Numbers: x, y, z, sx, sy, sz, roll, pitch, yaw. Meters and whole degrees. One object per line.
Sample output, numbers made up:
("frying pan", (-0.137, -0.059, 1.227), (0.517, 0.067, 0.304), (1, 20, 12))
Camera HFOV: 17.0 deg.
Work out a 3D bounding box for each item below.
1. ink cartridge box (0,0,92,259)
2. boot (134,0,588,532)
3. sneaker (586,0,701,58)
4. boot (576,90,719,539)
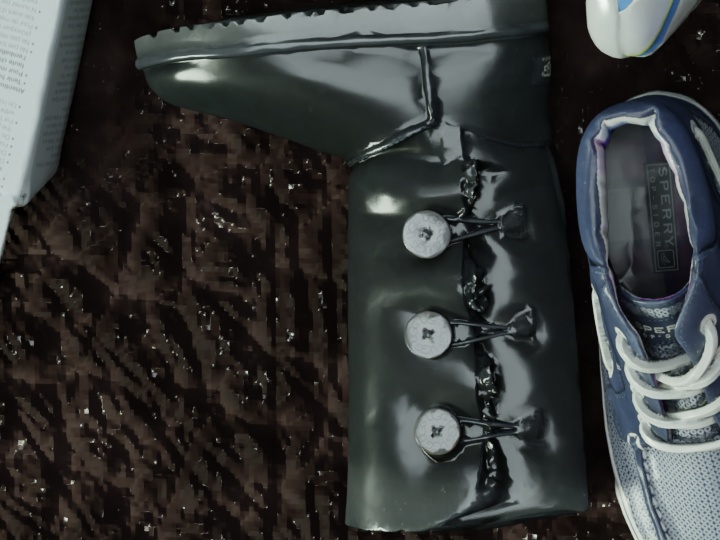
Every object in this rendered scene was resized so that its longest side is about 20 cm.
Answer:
("ink cartridge box", (-0.207, -0.104, 0.969), (0.199, 0.041, 0.200), (17, 99, 14))
("boot", (0.001, 0.000, 0.912), (0.165, 0.066, 0.200), (-3, 98, 18))
("sneaker", (0.161, -0.148, 0.841), (0.105, 0.076, 0.200), (32, 101, 16))
("boot", (0.112, 0.036, 0.864), (0.073, 0.090, 0.200), (-12, 91, 16))
